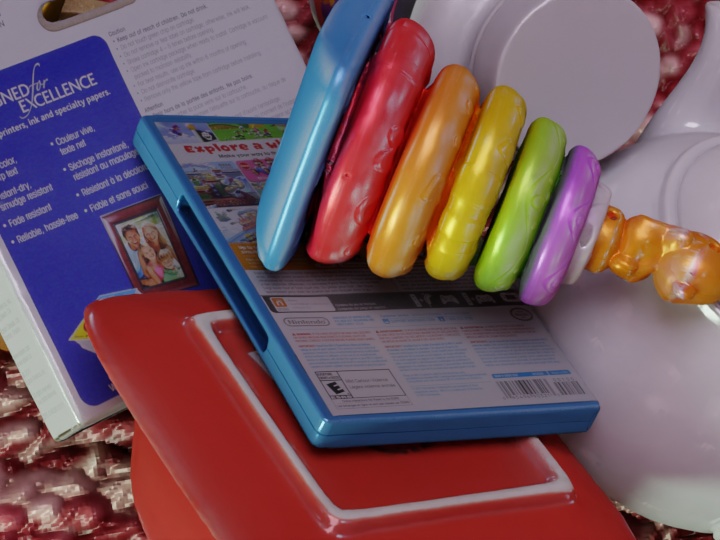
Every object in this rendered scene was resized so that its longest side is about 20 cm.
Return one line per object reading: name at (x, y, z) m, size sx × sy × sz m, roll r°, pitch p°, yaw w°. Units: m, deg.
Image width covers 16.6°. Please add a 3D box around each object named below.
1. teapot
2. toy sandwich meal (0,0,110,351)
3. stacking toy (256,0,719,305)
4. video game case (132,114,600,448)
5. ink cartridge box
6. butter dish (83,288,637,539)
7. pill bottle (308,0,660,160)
teapot at (0.171, 0.014, 1.109) m, size 0.200 × 0.146 × 0.197 m, roll 41°, pitch 50°, yaw 3°
toy sandwich meal at (-0.150, -0.061, 1.186) m, size 0.203 × 0.070 × 0.207 m, roll 2°, pitch 61°, yaw -4°
stacking toy at (0.064, -0.029, 1.036) m, size 0.199 × 0.110 × 0.116 m, roll 21°, pitch 31°, yaw 0°
video game case at (0.000, 0.000, 1.079) m, size 0.142 × 0.018 × 0.200 m, roll -1°, pitch 41°, yaw -33°
ink cartridge box at (-0.101, -0.051, 1.134) m, size 0.197 × 0.047 × 0.201 m, roll -25°, pitch 87°, yaw -35°
butter dish at (-0.016, 0.110, 1.067) m, size 0.199 × 0.148 × 0.200 m, roll -4°, pitch 43°, yaw -36°
pill bottle at (0.058, -0.118, 1.161) m, size 0.111 × 0.112 × 0.200 m, roll -20°, pitch 27°, yaw -15°
